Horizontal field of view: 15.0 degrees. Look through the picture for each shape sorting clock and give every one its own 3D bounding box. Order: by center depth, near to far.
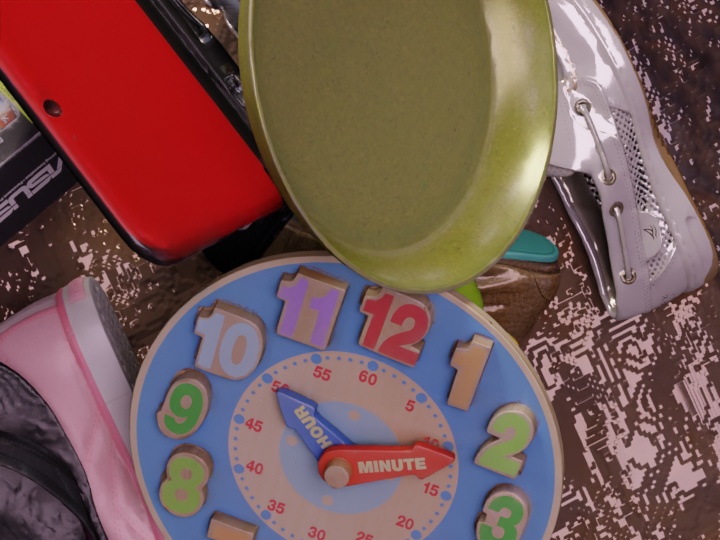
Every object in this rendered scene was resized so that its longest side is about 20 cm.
[{"bbox_3d":[-0.008,0.084,1.223,0.199,0.039,0.201,4,112,10],"label":"shape sorting clock"}]

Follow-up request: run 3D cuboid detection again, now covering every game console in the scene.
[{"bbox_3d":[-0.126,-0.078,1.180,0.118,0.172,0.200,-35,84,-27],"label":"game console"}]

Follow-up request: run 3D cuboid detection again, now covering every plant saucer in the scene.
[{"bbox_3d":[0.012,-0.089,1.167,0.199,0.031,0.201,4,84,-48],"label":"plant saucer"}]

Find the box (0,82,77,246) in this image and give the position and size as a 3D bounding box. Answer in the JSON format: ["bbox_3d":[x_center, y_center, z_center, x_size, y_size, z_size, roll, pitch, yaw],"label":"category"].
[{"bbox_3d":[-0.239,-0.061,1.225,0.160,0.044,0.200,-41,56,-9],"label":"box"}]

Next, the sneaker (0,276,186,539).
[{"bbox_3d":[-0.134,0.112,1.303,0.104,0.075,0.201,-23,101,1],"label":"sneaker"}]

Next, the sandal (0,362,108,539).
[{"bbox_3d":[-0.148,0.118,1.235,0.075,0.048,0.201,-34,93,-9],"label":"sandal"}]

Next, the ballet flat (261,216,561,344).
[{"bbox_3d":[0.000,0.000,1.339,0.199,0.068,0.073,13,108,-16],"label":"ballet flat"}]

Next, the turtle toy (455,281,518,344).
[{"bbox_3d":[0.014,0.076,1.293,0.145,0.101,0.201,-1,116,-12],"label":"turtle toy"}]

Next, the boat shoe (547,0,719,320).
[{"bbox_3d":[0.105,-0.067,1.348,0.069,0.071,0.201,-30,99,-12],"label":"boat shoe"}]

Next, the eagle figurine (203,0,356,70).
[{"bbox_3d":[-0.026,-0.139,1.260,0.151,0.151,0.201,30,62,-17],"label":"eagle figurine"}]
